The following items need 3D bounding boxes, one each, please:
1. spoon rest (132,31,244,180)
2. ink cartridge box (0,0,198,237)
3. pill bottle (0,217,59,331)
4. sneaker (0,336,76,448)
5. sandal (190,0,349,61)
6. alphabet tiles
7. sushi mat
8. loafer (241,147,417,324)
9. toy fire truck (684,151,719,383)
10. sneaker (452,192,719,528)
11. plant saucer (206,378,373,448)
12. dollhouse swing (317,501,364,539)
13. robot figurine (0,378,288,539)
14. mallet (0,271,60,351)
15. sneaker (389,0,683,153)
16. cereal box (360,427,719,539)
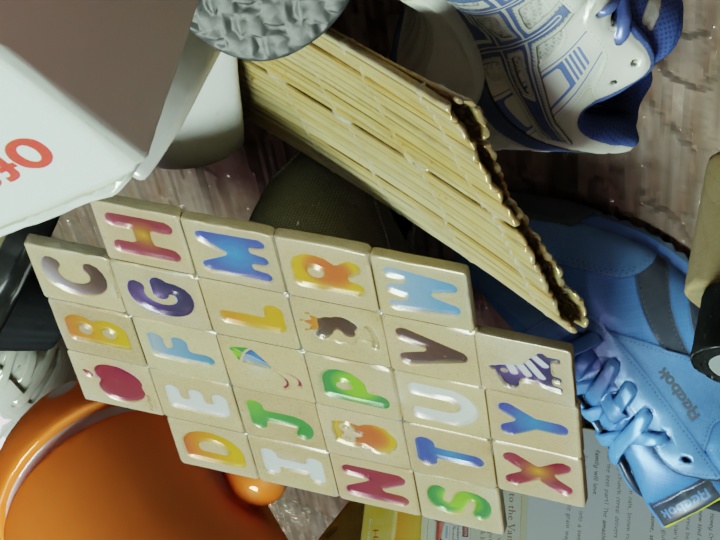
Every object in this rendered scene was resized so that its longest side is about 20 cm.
[{"bbox_3d":[-0.073,-0.069,0.760,0.099,0.061,0.200,41,180,-11],"label":"spoon rest"},{"bbox_3d":[-0.160,-0.092,0.599,0.146,0.083,0.200,-16,135,41],"label":"ink cartridge box"},{"bbox_3d":[-0.229,-0.039,0.918,0.200,0.112,0.112,28,153,-14],"label":"pill bottle"},{"bbox_3d":[-0.189,0.038,1.076,0.200,0.075,0.100,28,154,-14],"label":"sneaker"},{"bbox_3d":[-0.079,-0.142,0.640,0.075,0.048,0.201,-33,114,21],"label":"sandal"},{"bbox_3d":[-0.018,0.037,0.810,0.199,0.006,0.167,11,146,16],"label":"alphabet tiles"},{"bbox_3d":[-0.005,-0.051,0.721,0.200,0.012,0.096,35,160,49],"label":"sushi mat"},{"bbox_3d":[0.000,0.000,0.875,0.075,0.070,0.200,19,170,8],"label":"loafer"},{"bbox_3d":[0.219,0.031,0.728,0.176,0.129,0.200,-2,157,38],"label":"toy fire truck"},{"bbox_3d":[0.111,0.044,0.864,0.200,0.079,0.066,34,153,-21],"label":"sneaker"},{"bbox_3d":[-0.027,0.046,0.946,0.070,0.019,0.200,22,-179,-2],"label":"plant saucer"},{"bbox_3d":[0.082,0.182,1.059,0.176,0.182,0.200,51,145,-15],"label":"dollhouse swing"},{"bbox_3d":[-0.096,0.125,1.008,0.116,0.200,0.144,-14,134,-21],"label":"robot figurine"},{"bbox_3d":[-0.198,0.080,1.041,0.066,0.200,0.041,16,-158,-29],"label":"mallet"},{"bbox_3d":[0.053,-0.095,0.663,0.088,0.076,0.200,9,161,8],"label":"sneaker"},{"bbox_3d":[0.095,0.137,0.916,0.199,0.144,0.040,12,167,-20],"label":"cereal box"}]
